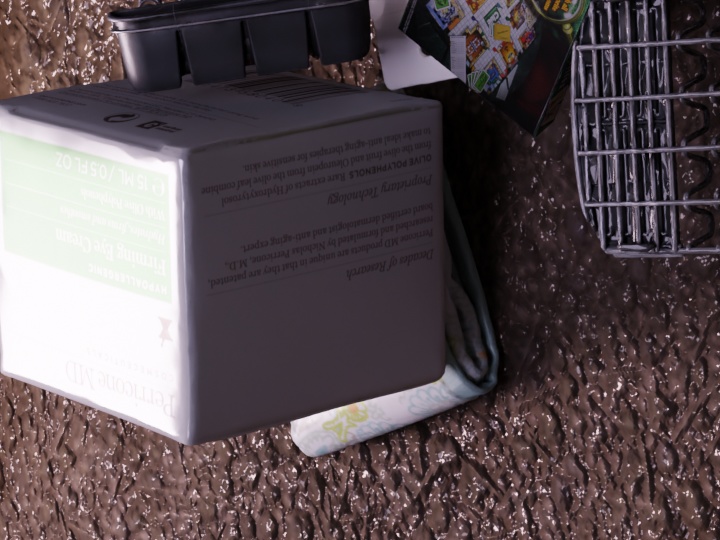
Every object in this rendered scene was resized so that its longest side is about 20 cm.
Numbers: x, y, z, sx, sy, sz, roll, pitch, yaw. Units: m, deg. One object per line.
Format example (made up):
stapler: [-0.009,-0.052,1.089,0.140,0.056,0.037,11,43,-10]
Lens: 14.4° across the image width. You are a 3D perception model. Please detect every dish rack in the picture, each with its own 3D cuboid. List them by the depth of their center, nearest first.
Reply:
dish rack: [0.206,-0.077,1.453,0.199,0.054,0.155,-1,93,27]
dish rack: [-0.069,-0.149,1.693,0.200,0.152,0.055,-103,6,-77]

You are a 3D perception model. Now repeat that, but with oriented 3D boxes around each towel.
towel: [0.000,0.000,1.760,0.171,0.048,0.201,-25,76,50]

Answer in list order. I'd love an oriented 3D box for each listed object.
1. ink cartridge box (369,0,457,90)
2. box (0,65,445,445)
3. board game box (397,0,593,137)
ink cartridge box: [0.060,-0.211,1.649,0.116,0.067,0.202,-7,89,49]
box: [-0.084,-0.017,1.662,0.198,0.199,0.173,15,112,47]
board game box: [0.088,-0.171,1.523,0.105,0.023,0.201,42,141,17]
